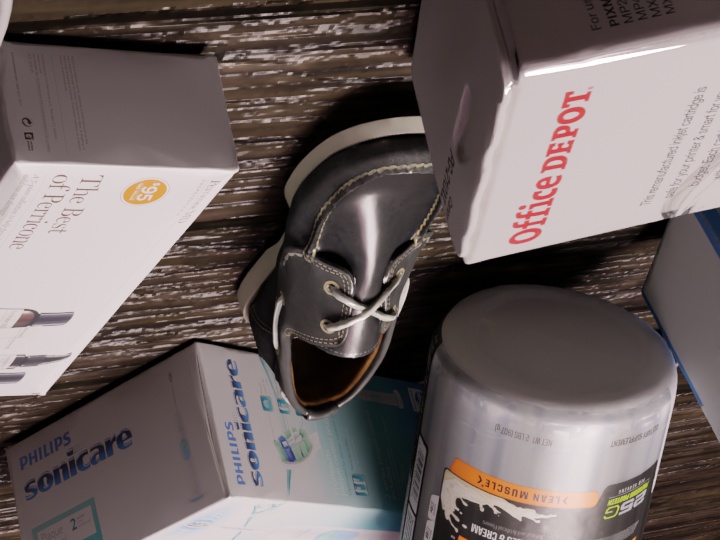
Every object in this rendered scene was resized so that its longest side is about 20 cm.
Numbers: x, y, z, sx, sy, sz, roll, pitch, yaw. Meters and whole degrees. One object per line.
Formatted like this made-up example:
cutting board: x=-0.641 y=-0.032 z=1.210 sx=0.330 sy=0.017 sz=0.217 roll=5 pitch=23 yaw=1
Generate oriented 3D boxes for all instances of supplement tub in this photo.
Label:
supplement tub: x=0.083 y=0.119 z=0.902 sx=0.122 sy=0.123 sz=0.201 roll=-6 pitch=121 yaw=-22

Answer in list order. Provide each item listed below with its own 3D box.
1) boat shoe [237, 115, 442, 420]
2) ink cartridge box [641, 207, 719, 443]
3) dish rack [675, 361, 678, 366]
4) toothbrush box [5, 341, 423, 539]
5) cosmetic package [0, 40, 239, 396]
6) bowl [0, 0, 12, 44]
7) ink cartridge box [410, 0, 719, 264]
boat shoe: x=0.000 y=0.000 z=0.745 sx=0.071 sy=0.068 sz=0.200 roll=-5 pitch=155 yaw=-20
ink cartridge box: x=0.257 y=0.021 z=0.843 sx=0.199 sy=0.145 sz=0.085 roll=-7 pitch=139 yaw=-18
dish rack: x=0.114 y=0.102 z=1.091 sx=0.153 sy=0.055 sz=0.200 roll=-11 pitch=158 yaw=-11
toothbrush box: x=-0.065 y=0.114 z=0.960 sx=0.146 sy=0.086 sz=0.200 roll=-28 pitch=154 yaw=29
cosmetic package: x=-0.124 y=-0.010 z=0.658 sx=0.082 sy=0.051 sz=0.200 roll=-2 pitch=156 yaw=-31
bowl: x=-0.204 y=-0.061 z=0.444 sx=0.199 sy=0.075 sz=0.200 roll=-2 pitch=155 yaw=-31
ink cartridge box: x=0.123 y=-0.084 z=0.589 sx=0.199 sy=0.085 sz=0.145 roll=-13 pitch=159 yaw=-8
